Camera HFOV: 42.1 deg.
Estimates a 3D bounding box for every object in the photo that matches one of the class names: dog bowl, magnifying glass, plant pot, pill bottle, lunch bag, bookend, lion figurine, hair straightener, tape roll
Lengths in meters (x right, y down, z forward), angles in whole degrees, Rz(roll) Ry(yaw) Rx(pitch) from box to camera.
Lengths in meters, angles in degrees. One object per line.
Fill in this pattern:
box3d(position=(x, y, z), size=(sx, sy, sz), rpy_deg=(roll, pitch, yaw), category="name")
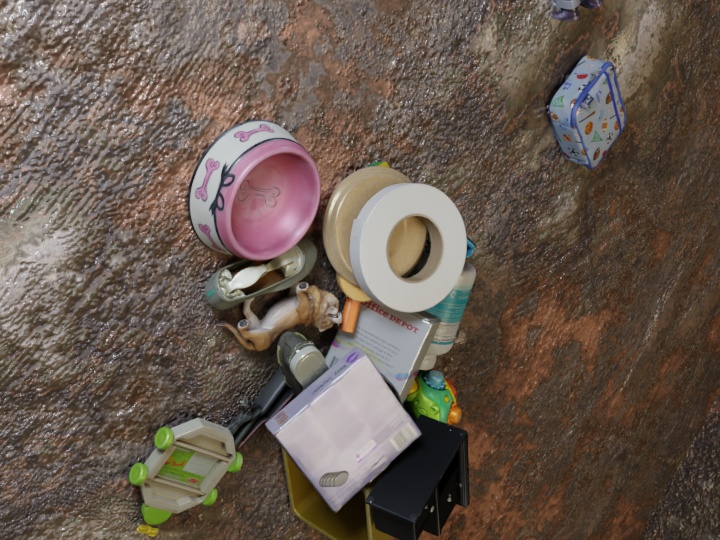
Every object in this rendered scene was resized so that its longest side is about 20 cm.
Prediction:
box3d(position=(-0.139, -0.103, 1.305), size=(0.199, 0.073, 0.202), rpy_deg=(-26, 130, -35), category="dog bowl")
box3d(position=(0.000, 0.000, 1.513), size=(0.079, 0.022, 0.202), rpy_deg=(14, 87, -25), category="magnifying glass")
box3d(position=(0.002, 0.349, 1.663), size=(0.200, 0.194, 0.196), rpy_deg=(-39, 138, -38), category="plant pot")
box3d(position=(0.127, 0.073, 1.672), size=(0.110, 0.110, 0.202), rpy_deg=(-2, 116, -46), category="pill bottle")
box3d(position=(0.442, -0.306, 1.798), size=(0.161, 0.075, 0.200), rpy_deg=(-50, 141, -14), category="lunch bag")
box3d(position=(0.101, 0.389, 1.574), size=(0.200, 0.091, 0.200), rpy_deg=(-50, 146, -40), category="bookend")
box3d(position=(-0.123, 0.075, 1.451), size=(0.198, 0.073, 0.123), rpy_deg=(-25, 140, -16), category="lion figurine")
box3d(position=(-0.183, 0.229, 1.505), size=(0.200, 0.041, 0.077), rpy_deg=(-44, 135, -11), category="hair straightener")
box3d(position=(0.076, -0.036, 1.462), size=(0.201, 0.037, 0.206), rpy_deg=(-4, 99, -29), category="tape roll")

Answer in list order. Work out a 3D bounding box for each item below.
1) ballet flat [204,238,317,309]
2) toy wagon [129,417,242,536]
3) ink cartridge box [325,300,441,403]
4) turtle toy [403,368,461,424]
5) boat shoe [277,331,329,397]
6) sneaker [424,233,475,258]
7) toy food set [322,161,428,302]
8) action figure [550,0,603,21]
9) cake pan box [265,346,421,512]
box3d(position=(-0.135, 0.000, 1.371), size=(0.199, 0.068, 0.064), rpy_deg=(-27, 176, -31), category="ballet flat")
box3d(position=(-0.280, 0.317, 1.432), size=(0.155, 0.040, 0.201), rpy_deg=(30, 100, -42), category="toy wagon")
box3d(position=(0.029, 0.140, 1.568), size=(0.202, 0.143, 0.085), rpy_deg=(-66, 164, 10), category="ink cartridge box")
box3d(position=(0.123, 0.235, 1.735), size=(0.100, 0.200, 0.147), rpy_deg=(-29, 97, -7), category="turtle toy")
box3d(position=(-0.086, 0.162, 1.480), size=(0.072, 0.060, 0.202), rpy_deg=(-38, 150, -15), category="boat shoe")
box3d(position=(0.121, -0.064, 1.600), size=(0.199, 0.082, 0.074), rpy_deg=(6, 111, -47), category="sneaker")
box3d(position=(0.026, -0.065, 1.479), size=(0.197, 0.049, 0.201), rpy_deg=(-35, 111, -21), category="toy food set")
box3d(position=(0.346, -0.520, 1.567), size=(0.130, 0.069, 0.201), rpy_deg=(-37, 133, -14), category="action figure")
box3d(position=(-0.021, 0.246, 1.464), size=(0.200, 0.052, 0.185), rpy_deg=(-41, 119, -10), category="cake pan box")
